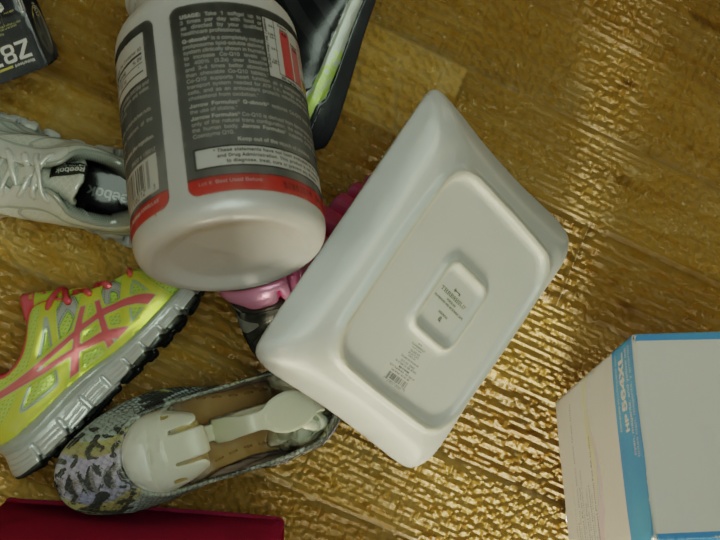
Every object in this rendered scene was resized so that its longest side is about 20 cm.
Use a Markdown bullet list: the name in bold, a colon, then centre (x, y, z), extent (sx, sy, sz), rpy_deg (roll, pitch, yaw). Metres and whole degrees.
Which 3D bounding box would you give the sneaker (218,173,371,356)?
- **sneaker**: centre (0.000, 0.000, 0.963), extent (0.198, 0.079, 0.096), rpy_deg (-23, 123, -16)

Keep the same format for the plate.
- **plate**: centre (0.048, 0.018, 0.925), extent (0.201, 0.032, 0.199), rpy_deg (-55, 137, -5)

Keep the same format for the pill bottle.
- **pill bottle**: centre (-0.089, -0.100, 0.867), extent (0.114, 0.116, 0.202), rpy_deg (-5, 67, -9)

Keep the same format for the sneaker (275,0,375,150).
- **sneaker**: centre (-0.034, -0.177, 0.948), extent (0.082, 0.072, 0.202), rpy_deg (17, 87, -7)

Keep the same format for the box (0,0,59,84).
- **box**: centre (-0.308, -0.169, 0.880), extent (0.198, 0.049, 0.163), rpy_deg (-21, 104, 3)

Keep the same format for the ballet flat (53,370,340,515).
- **ballet flat**: centre (-0.096, 0.103, 0.912), extent (0.198, 0.072, 0.073), rpy_deg (-15, 93, -28)

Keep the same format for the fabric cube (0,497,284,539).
- **fabric cube**: centre (-0.146, 0.255, 0.857), extent (0.194, 0.199, 0.203), rpy_deg (3, 89, -4)

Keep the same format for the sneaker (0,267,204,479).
- **sneaker**: centre (-0.175, 0.036, 0.925), extent (0.090, 0.078, 0.200), rpy_deg (45, 81, 1)

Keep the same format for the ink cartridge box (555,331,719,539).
- **ink cartridge box**: centre (0.210, 0.126, 0.937), extent (0.127, 0.200, 0.127), rpy_deg (-1, 73, -9)

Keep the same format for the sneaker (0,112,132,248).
- **sneaker**: centre (-0.210, -0.062, 0.915), extent (0.197, 0.081, 0.076), rpy_deg (8, 91, -8)
